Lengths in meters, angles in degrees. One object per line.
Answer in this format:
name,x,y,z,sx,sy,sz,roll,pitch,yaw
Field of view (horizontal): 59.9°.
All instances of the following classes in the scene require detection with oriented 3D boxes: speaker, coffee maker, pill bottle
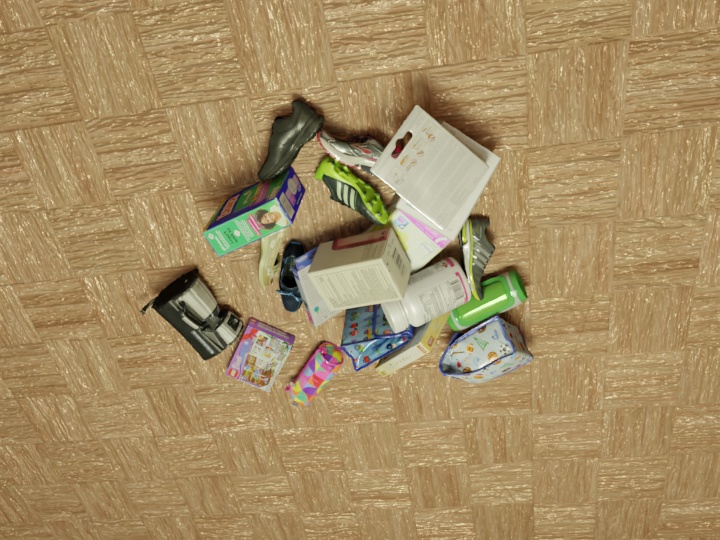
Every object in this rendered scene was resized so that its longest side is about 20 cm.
speaker,0.305,0.076,1.536,0.197,0.089,0.089,-27,117,22
coffee maker,-0.430,0.121,1.629,0.190,0.136,0.201,-13,123,42
pill bottle,0.150,0.060,1.465,0.197,0.114,0.115,-25,121,-6

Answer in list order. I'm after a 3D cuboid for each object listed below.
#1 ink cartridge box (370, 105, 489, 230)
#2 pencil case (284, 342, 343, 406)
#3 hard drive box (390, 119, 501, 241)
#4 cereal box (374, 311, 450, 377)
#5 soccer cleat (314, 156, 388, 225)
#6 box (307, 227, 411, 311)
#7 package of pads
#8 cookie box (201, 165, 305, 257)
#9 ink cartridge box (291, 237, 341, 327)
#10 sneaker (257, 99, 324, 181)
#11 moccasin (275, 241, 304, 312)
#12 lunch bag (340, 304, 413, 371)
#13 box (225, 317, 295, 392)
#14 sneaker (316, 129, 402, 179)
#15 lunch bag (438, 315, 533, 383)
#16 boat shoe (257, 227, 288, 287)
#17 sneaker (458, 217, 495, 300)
ink cartridge box,0.139,-0.206,1.267,0.198,0.050,0.162,37,98,-10
pencil case,-0.126,0.288,1.721,0.087,0.089,0.201,31,119,-15
hard drive box,0.180,-0.192,1.336,0.154,0.077,0.203,28,99,-13
cereal box,0.128,0.174,1.548,0.039,0.145,0.199,43,139,-8
soccer cleat,-0.019,-0.171,1.411,0.200,0.068,0.081,45,131,-3
box,0.000,0.000,1.425,0.196,0.110,0.129,-10,129,28
package of pads,0.111,-0.079,1.464,0.154,0.069,0.200,38,120,-17
cookie box,-0.236,-0.133,1.401,0.197,0.172,0.076,-23,117,19
ink cartridge box,-0.096,0.026,1.535,0.118,0.042,0.203,-30,127,-22
sneaker,-0.166,-0.282,1.360,0.091,0.076,0.200,41,106,-7
moccasin,-0.178,0.026,1.560,0.078,0.069,0.204,3,123,3
lunch bag,0.059,0.142,1.563,0.197,0.152,0.095,-22,120,19
box,-0.278,0.235,1.726,0.134,0.039,0.202,24,122,-11
sneaker,-0.002,-0.263,1.354,0.196,0.081,0.076,19,109,-16
lunch bag,0.306,0.211,1.570,0.198,0.126,0.169,-34,150,22
boat shoe,-0.211,-0.039,1.517,0.062,0.074,0.204,9,127,-4
sneaker,0.277,-0.028,1.459,0.079,0.074,0.205,-8,106,2
